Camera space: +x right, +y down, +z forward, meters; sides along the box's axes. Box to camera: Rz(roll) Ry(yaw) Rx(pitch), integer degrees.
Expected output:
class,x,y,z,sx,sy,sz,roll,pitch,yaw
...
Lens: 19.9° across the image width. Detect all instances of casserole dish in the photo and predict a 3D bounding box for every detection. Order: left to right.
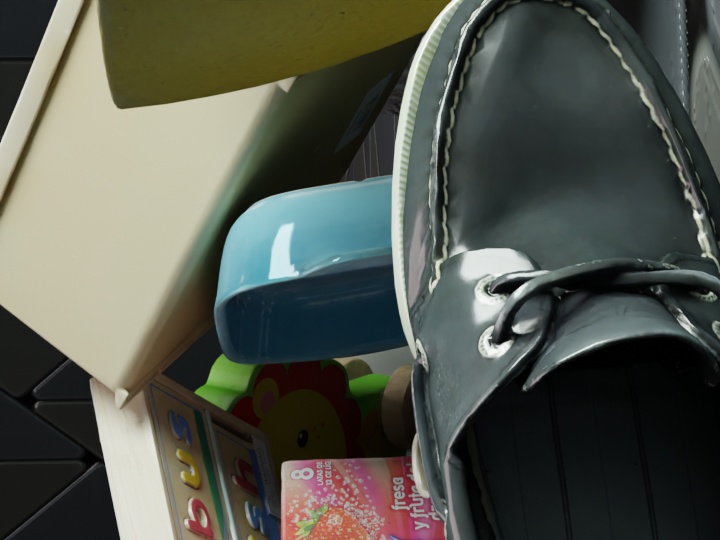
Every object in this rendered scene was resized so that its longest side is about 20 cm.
class,x,y,z,sx,sy,sz,roll,pitch,yaw
casserole dish,0.000,0.000,0.818,0.200,0.121,0.039,100,160,-78

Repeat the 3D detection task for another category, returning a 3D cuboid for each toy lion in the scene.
class,x,y,z,sx,sy,sz,roll,pitch,yaw
toy lion,-0.032,0.132,1.087,0.191,0.068,0.201,-16,-71,-53

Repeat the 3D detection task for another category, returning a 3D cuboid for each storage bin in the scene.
class,x,y,z,sx,sy,sz,roll,pitch,yaw
storage bin,-0.052,-0.077,0.850,0.199,0.094,0.200,-45,-11,-49

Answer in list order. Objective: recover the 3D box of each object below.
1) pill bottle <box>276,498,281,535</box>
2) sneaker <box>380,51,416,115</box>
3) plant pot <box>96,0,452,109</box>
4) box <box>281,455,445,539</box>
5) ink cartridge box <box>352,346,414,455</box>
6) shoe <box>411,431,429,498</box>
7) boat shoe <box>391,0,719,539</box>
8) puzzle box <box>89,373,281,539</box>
class,x,y,z,sx,sy,sz,roll,pitch,yaw
pill bottle,0.001,0.210,0.991,0.112,0.111,0.201,112,157,-83
sneaker,0.023,-0.155,1.076,0.200,0.074,0.082,105,180,-58
plant pot,0.002,-0.145,0.560,0.200,0.141,0.201,179,90,-88
box,0.017,0.178,0.807,0.200,0.094,0.103,-94,2,-49
ink cartridge box,0.001,0.068,1.273,0.146,0.084,0.201,-94,6,-52
shoe,0.047,0.034,0.582,0.200,0.053,0.070,97,172,-70
boat shoe,0.047,0.030,0.383,0.066,0.074,0.200,109,160,-75
puzzle box,-0.057,0.147,0.880,0.133,0.025,0.201,38,-147,-61
